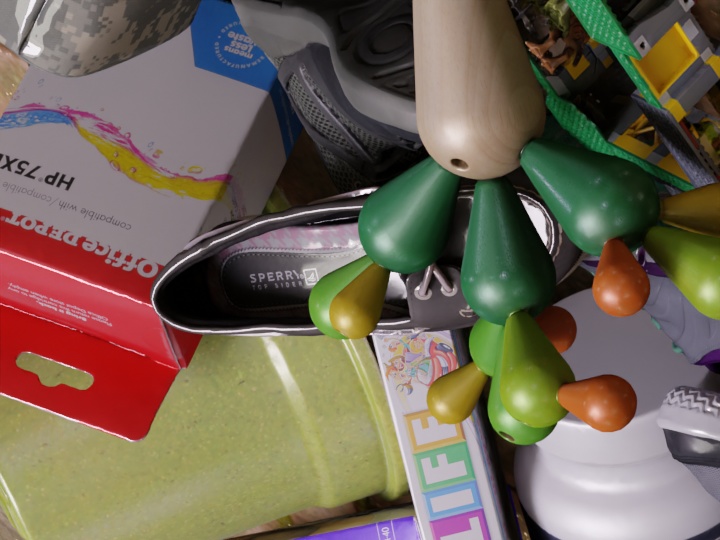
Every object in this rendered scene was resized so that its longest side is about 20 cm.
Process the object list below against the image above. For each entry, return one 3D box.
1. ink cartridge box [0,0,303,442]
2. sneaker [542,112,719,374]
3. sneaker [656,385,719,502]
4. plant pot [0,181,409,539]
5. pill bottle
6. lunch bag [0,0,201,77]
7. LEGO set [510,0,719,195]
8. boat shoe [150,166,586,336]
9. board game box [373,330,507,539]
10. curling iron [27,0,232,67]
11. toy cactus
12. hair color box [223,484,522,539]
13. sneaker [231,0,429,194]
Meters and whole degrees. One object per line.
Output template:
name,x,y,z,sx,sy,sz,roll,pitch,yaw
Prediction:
ink cartridge box,-0.113,-0.034,1.034,0.116,0.201,0.067,18,155,14
sneaker,0.117,0.000,0.909,0.200,0.074,0.088,28,141,49
sneaker,0.182,0.133,0.905,0.200,0.114,0.075,34,168,-27
plant pot,-0.103,0.066,1.122,0.201,0.184,0.201,59,167,22
pill bottle,0.133,0.111,1.001,0.115,0.116,0.201,18,138,41
lunch bag,-0.129,-0.205,0.950,0.200,0.139,0.168,41,126,13
LEGO set,0.111,-0.121,0.796,0.200,0.116,0.154,49,172,-27
boat shoe,0.000,0.000,0.908,0.199,0.057,0.067,-9,101,37
board game box,0.044,0.089,1.016,0.134,0.034,0.201,4,-108,-85
curling iron,-0.117,-0.129,1.131,0.050,0.026,0.200,50,150,-17
toy cactus,0.058,-0.021,0.788,0.200,0.102,0.166,1,106,53
hair color box,-0.024,0.164,1.167,0.199,0.109,0.065,-16,86,29
sneaker,0.023,-0.073,0.950,0.114,0.076,0.199,57,165,-29
